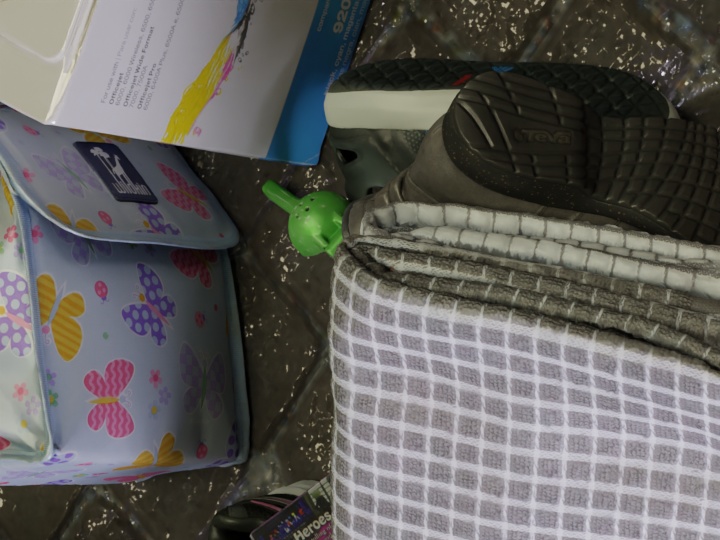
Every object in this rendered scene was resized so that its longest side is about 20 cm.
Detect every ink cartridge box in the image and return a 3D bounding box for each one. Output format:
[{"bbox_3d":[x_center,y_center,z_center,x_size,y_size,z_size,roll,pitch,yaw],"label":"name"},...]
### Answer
[{"bbox_3d":[-0.115,-0.152,1.206,0.147,0.200,0.145,27,103,36],"label":"ink cartridge box"}]

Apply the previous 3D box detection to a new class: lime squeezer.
[{"bbox_3d":[0.000,0.000,1.184,0.038,0.071,0.200,-39,56,-17],"label":"lime squeezer"}]

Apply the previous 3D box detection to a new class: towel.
[{"bbox_3d":[0.083,0.068,1.000,0.200,0.086,0.166,11,120,19],"label":"towel"}]

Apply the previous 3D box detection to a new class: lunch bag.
[{"bbox_3d":[-0.152,0.010,1.242,0.127,0.170,0.200,-14,77,34],"label":"lunch bag"}]

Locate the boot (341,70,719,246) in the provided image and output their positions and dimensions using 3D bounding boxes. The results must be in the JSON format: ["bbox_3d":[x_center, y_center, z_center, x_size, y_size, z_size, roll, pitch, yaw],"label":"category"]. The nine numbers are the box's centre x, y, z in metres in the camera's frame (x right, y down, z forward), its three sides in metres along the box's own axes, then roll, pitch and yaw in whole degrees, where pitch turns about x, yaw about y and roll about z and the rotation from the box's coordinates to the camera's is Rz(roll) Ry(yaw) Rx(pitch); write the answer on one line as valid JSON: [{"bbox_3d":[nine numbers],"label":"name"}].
[{"bbox_3d":[0.103,-0.019,1.074,0.132,0.200,0.070,-47,23,54],"label":"boot"}]

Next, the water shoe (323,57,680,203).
[{"bbox_3d":[0.073,-0.058,1.148,0.200,0.071,0.079,11,120,38],"label":"water shoe"}]

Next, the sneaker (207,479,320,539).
[{"bbox_3d":[-0.007,0.183,1.166,0.200,0.086,0.080,36,110,34],"label":"sneaker"}]

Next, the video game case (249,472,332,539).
[{"bbox_3d":[0.074,0.137,1.089,0.200,0.036,0.181,-38,62,2],"label":"video game case"}]
